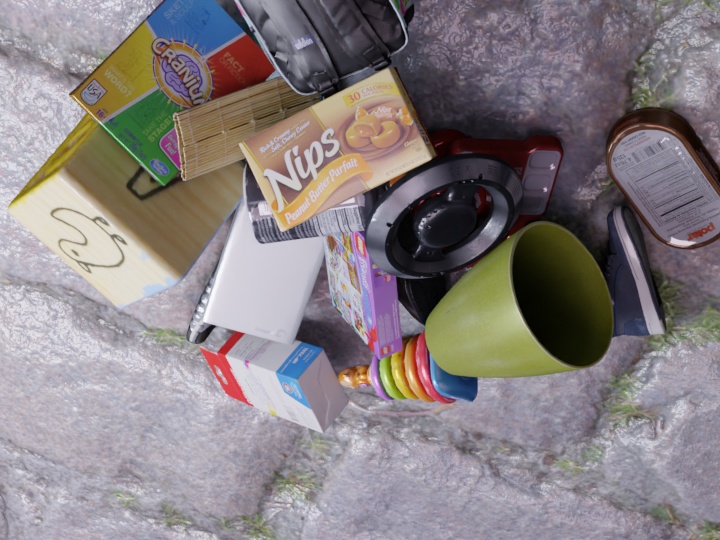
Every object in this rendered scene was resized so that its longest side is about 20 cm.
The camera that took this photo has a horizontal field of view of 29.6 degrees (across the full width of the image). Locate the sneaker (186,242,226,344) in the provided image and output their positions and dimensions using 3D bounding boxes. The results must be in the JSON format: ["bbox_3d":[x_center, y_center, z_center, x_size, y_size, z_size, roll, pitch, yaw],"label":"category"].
[{"bbox_3d":[-0.166,0.048,1.915,0.115,0.075,0.200,24,128,-7],"label":"sneaker"}]

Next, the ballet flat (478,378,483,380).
[{"bbox_3d":[0.129,0.135,1.902,0.199,0.063,0.067,-1,161,20],"label":"ballet flat"}]

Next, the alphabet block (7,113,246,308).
[{"bbox_3d":[-0.289,-0.099,1.726,0.200,0.197,0.195,43,147,-17],"label":"alphabet block"}]

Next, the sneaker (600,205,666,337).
[{"bbox_3d":[0.304,0.014,1.758,0.146,0.077,0.203,-10,125,18],"label":"sneaker"}]

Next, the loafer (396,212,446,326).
[{"bbox_3d":[0.055,-0.010,1.822,0.072,0.073,0.200,8,131,47],"label":"loafer"}]

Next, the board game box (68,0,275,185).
[{"bbox_3d":[-0.220,-0.225,1.614,0.153,0.040,0.200,45,83,-18],"label":"board game box"}]

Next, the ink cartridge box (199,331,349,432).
[{"bbox_3d":[-0.125,0.148,1.947,0.200,0.067,0.116,16,143,38],"label":"ink cartridge box"}]

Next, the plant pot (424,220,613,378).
[{"bbox_3d":[0.180,0.059,1.709,0.187,0.187,0.200,45,137,-19],"label":"plant pot"}]

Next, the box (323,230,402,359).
[{"bbox_3d":[0.000,0.000,1.781,0.039,0.137,0.200,-22,132,-19],"label":"box"}]

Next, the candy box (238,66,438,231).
[{"bbox_3d":[-0.025,-0.140,1.569,0.200,0.055,0.116,-25,93,15],"label":"candy box"}]

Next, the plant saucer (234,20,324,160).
[{"bbox_3d":[-0.138,-0.232,1.715,0.200,0.039,0.201,8,129,9],"label":"plant saucer"}]

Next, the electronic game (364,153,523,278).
[{"bbox_3d":[0.099,-0.062,1.608,0.200,0.042,0.200,-14,142,-12],"label":"electronic game"}]

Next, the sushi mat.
[{"bbox_3d":[-0.132,-0.179,1.632,0.012,0.200,0.096,37,140,41],"label":"sushi mat"}]

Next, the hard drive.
[{"bbox_3d":[-0.123,-0.005,1.841,0.132,0.026,0.200,16,111,-11],"label":"hard drive"}]

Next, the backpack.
[{"bbox_3d":[-0.048,-0.325,1.546,0.177,0.151,0.200,-22,125,23],"label":"backpack"}]

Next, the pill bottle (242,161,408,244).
[{"bbox_3d":[-0.036,-0.096,1.665,0.199,0.106,0.106,-8,125,7],"label":"pill bottle"}]

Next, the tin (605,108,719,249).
[{"bbox_3d":[0.378,-0.109,1.671,0.112,0.042,0.200,-25,117,34],"label":"tin"}]

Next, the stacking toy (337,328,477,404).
[{"bbox_3d":[0.053,0.136,1.851,0.200,0.110,0.116,-13,161,30],"label":"stacking toy"}]

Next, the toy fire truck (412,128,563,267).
[{"bbox_3d":[0.159,-0.083,1.714,0.167,0.112,0.200,1,130,-9],"label":"toy fire truck"}]
